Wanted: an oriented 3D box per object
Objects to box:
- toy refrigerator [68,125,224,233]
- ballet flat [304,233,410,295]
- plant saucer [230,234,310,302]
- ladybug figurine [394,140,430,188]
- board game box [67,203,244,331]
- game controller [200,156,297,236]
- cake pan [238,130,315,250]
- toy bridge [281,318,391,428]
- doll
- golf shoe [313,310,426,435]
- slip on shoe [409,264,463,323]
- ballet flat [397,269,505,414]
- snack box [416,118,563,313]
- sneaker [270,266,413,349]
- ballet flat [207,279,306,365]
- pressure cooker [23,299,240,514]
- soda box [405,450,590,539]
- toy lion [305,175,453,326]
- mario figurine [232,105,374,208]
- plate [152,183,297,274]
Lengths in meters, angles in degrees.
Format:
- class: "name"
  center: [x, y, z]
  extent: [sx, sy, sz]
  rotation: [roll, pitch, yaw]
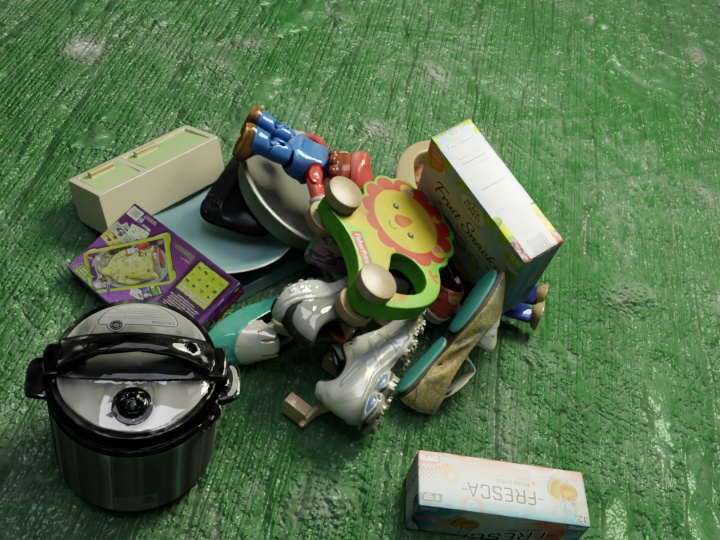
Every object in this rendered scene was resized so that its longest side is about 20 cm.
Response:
- class: "toy refrigerator"
  center: [-0.287, -0.129, 1.109]
  extent: [0.075, 0.071, 0.199]
  rotation: [24, 45, 35]
- class: "ballet flat"
  center: [0.000, 0.000, 1.075]
  extent: [0.199, 0.071, 0.070]
  rotation: [28, 32, -43]
- class: "plant saucer"
  center: [-0.109, -0.025, 1.118]
  extent: [0.199, 0.019, 0.070]
  rotation: [-29, 62, -32]
- class: "ladybug figurine"
  center: [0.112, -0.110, 1.215]
  extent: [0.134, 0.072, 0.202]
  rotation: [9, 48, -7]
- class: "board game box"
  center: [-0.253, 0.011, 0.999]
  extent: [0.199, 0.032, 0.120]
  rotation: [35, 66, 24]
- class: "game controller"
  center: [-0.147, -0.117, 1.141]
  extent: [0.103, 0.042, 0.201]
  rotation: [24, 40, -2]
- class: "cake pan"
  center: [-0.085, -0.109, 1.113]
  extent: [0.199, 0.037, 0.202]
  rotation: [28, 41, -27]
- class: "toy bridge"
  center: [-0.017, 0.126, 1.005]
  extent: [0.067, 0.027, 0.200]
  rotation: [33, 48, 12]
- class: "doll"
  center: [0.161, 0.014, 1.137]
  extent: [0.198, 0.049, 0.137]
  rotation: [20, 43, 7]
- class: "golf shoe"
  center: [0.016, 0.095, 0.977]
  extent: [0.096, 0.079, 0.201]
  rotation: [25, 46, 10]
- class: "slip on shoe"
  center: [0.076, -0.028, 1.083]
  extent: [0.074, 0.061, 0.201]
  rotation: [0, 56, -50]
- class: "ballet flat"
  center: [0.126, 0.092, 0.993]
  extent: [0.071, 0.071, 0.201]
  rotation: [39, 94, 20]
- class: "snack box"
  center: [0.155, -0.063, 1.043]
  extent: [0.067, 0.169, 0.201]
  rotation: [-28, 70, -18]
- class: "sneaker"
  center: [-0.012, 0.046, 0.981]
  extent: [0.199, 0.074, 0.080]
  rotation: [-16, 59, -37]
- class: "ballet flat"
  center: [-0.107, 0.069, 0.995]
  extent: [0.070, 0.068, 0.199]
  rotation: [20, 39, 41]
- class: "pressure cooker"
  center: [-0.226, 0.130, 0.827]
  extent: [0.178, 0.201, 0.175]
  rotation: [38, 51, 19]
- class: "soda box"
  center: [0.152, 0.259, 0.913]
  extent: [0.197, 0.064, 0.069]
  rotation: [9, 48, -6]
- class: "toy lion"
  center: [0.041, -0.032, 0.987]
  extent: [0.190, 0.069, 0.202]
  rotation: [4, 54, -36]
- class: "mario figurine"
  center: [-0.073, -0.126, 1.068]
  extent: [0.198, 0.106, 0.125]
  rotation: [26, 75, -14]
- class: "plate"
  center: [-0.184, -0.053, 1.100]
  extent: [0.197, 0.026, 0.201]
  rotation: [3, 40, -3]
